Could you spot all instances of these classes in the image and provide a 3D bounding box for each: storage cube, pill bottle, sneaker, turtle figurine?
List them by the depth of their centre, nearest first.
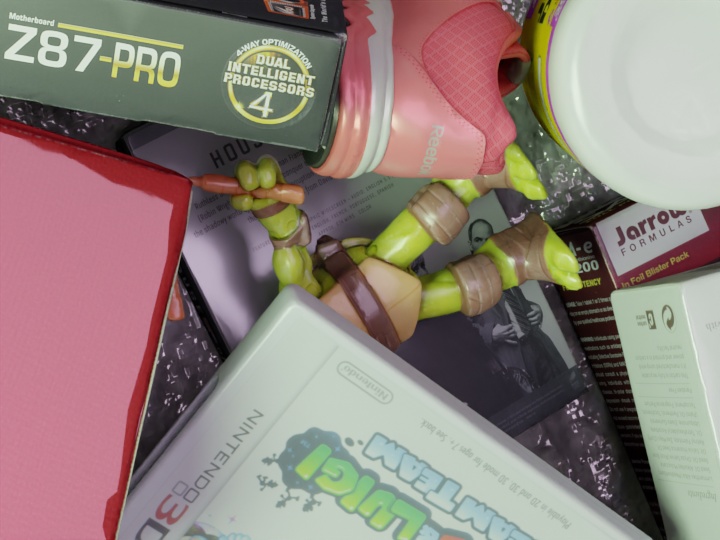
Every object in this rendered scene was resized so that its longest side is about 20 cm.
[{"bbox_3d":[-0.179,0.034,0.614,0.178,0.171,0.202,16,79,-19],"label":"storage cube"},{"bbox_3d":[0.026,-0.099,0.706,0.086,0.074,0.201,12,41,-7],"label":"sneaker"},{"bbox_3d":[0.121,-0.089,0.716,0.103,0.200,0.106,0,100,0],"label":"pill bottle"},{"bbox_3d":[0.011,0.019,0.717,0.160,0.064,0.201,-30,109,-6],"label":"turtle figurine"}]

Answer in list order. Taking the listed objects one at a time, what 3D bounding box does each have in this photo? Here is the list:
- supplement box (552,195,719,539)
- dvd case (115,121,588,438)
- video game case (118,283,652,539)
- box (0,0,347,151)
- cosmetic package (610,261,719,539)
[{"bbox_3d":[0.176,0.052,0.804,0.108,0.061,0.202,-25,93,-19],"label":"supplement box"},{"bbox_3d":[0.000,0.000,0.762,0.149,0.025,0.202,-28,95,-20],"label":"dvd case"},{"bbox_3d":[-0.006,0.130,0.697,0.199,0.024,0.182,36,104,-18],"label":"video game case"},{"bbox_3d":[-0.090,-0.117,0.643,0.159,0.201,0.050,9,118,-7],"label":"box"},{"bbox_3d":[0.186,0.093,0.734,0.100,0.071,0.202,-13,90,-17],"label":"cosmetic package"}]
